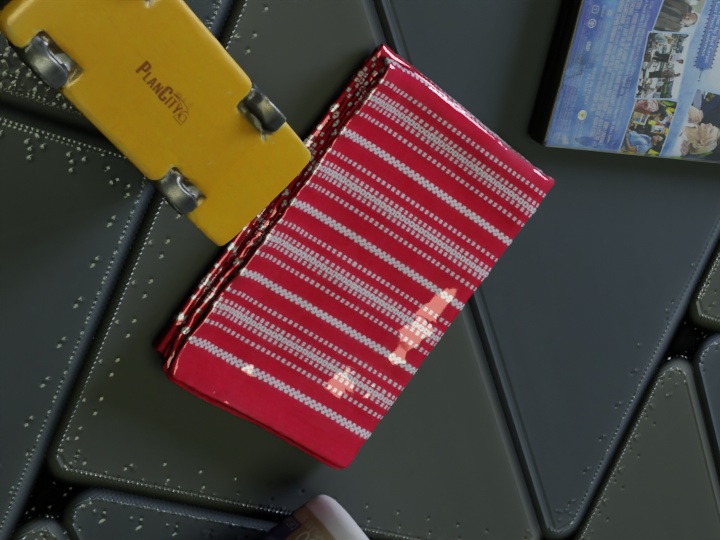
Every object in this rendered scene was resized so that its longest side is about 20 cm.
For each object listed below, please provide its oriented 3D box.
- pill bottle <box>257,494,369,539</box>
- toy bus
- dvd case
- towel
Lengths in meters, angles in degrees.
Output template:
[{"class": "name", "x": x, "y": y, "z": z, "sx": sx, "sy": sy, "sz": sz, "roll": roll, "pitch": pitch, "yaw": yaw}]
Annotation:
[{"class": "pill bottle", "x": -0.064, "y": 0.219, "z": 0.972, "sx": 0.200, "sy": 0.111, "sz": 0.111, "roll": -37, "pitch": 125, "yaw": -9}, {"class": "toy bus", "x": -0.094, "y": -0.087, "z": 0.799, "sx": 0.065, "sy": 0.078, "sz": 0.200, "roll": -43, "pitch": 143, "yaw": -1}, {"class": "dvd case", "x": 0.194, "y": -0.129, "z": 1.009, "sx": 0.200, "sy": 0.018, "sz": 0.143, "roll": 3, "pitch": 110, "yaw": -29}, {"class": "towel", "x": 0.000, "y": 0.000, "z": 0.961, "sx": 0.145, "sy": 0.022, "sz": 0.200, "roll": 34, "pitch": 93, "yaw": -36}]
